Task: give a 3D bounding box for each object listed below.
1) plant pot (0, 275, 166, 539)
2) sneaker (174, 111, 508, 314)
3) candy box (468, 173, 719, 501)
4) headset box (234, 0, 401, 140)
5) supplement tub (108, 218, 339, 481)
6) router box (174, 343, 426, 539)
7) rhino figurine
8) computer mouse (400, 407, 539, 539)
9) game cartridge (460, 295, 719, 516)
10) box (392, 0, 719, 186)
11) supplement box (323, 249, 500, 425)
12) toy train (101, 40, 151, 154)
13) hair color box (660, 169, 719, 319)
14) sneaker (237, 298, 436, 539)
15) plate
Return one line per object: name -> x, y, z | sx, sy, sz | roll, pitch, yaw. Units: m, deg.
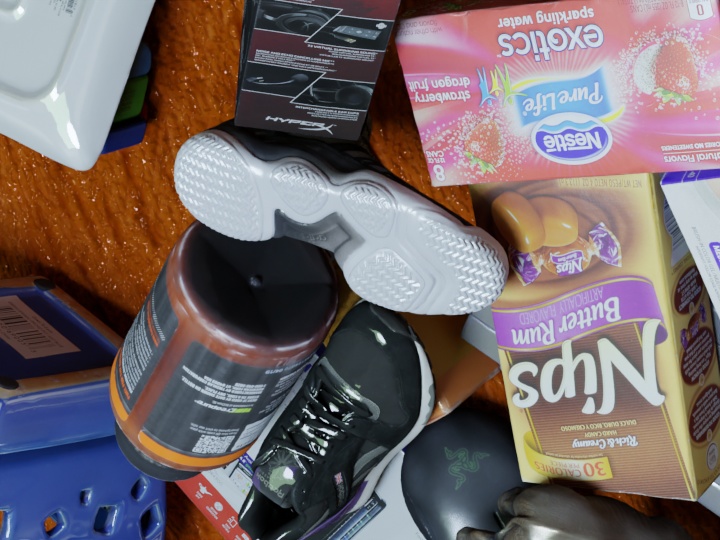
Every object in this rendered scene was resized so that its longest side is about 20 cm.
plant pot -> -0.246, 0.116, 1.550 | 0.200, 0.200, 0.180 | 36, 119, 36
sneaker -> 0.002, -0.050, 1.314 | 0.199, 0.114, 0.076 | 21, 128, 11
candy box -> 0.136, 0.026, 1.303 | 0.116, 0.056, 0.201 | 3, 116, 34
headset box -> -0.017, -0.184, 1.225 | 0.077, 0.149, 0.200 | 7, 153, -7
supplement tub -> -0.092, 0.054, 1.414 | 0.107, 0.107, 0.200 | 44, 142, 8
router box -> -0.006, 0.154, 1.515 | 0.200, 0.049, 0.180 | 47, 131, 6
rhino figurine -> 0.162, 0.170, 1.348 | 0.199, 0.060, 0.087 | 18, 168, -19
computer mouse -> 0.101, 0.170, 1.405 | 0.138, 0.053, 0.200 | -35, 84, -3
game cartridge -> 0.162, 0.045, 1.351 | 0.200, 0.038, 0.130 | 35, 133, 16
box -> 0.128, -0.109, 1.213 | 0.199, 0.095, 0.100 | -2, 112, 36
supplement box -> 0.000, 0.000, 1.421 | 0.069, 0.066, 0.200 | -26, 96, 45
toy train -> -0.220, -0.162, 1.490 | 0.200, 0.085, 0.116 | 27, 115, 23
hair color box -> 0.270, -0.029, 1.202 | 0.199, 0.065, 0.110 | -8, 122, 36
sneaker -> -0.019, 0.104, 1.387 | 0.076, 0.087, 0.200 | 40, 139, 18
plate -> -0.215, -0.186, 1.436 | 0.199, 0.032, 0.200 | 24, 96, 28
